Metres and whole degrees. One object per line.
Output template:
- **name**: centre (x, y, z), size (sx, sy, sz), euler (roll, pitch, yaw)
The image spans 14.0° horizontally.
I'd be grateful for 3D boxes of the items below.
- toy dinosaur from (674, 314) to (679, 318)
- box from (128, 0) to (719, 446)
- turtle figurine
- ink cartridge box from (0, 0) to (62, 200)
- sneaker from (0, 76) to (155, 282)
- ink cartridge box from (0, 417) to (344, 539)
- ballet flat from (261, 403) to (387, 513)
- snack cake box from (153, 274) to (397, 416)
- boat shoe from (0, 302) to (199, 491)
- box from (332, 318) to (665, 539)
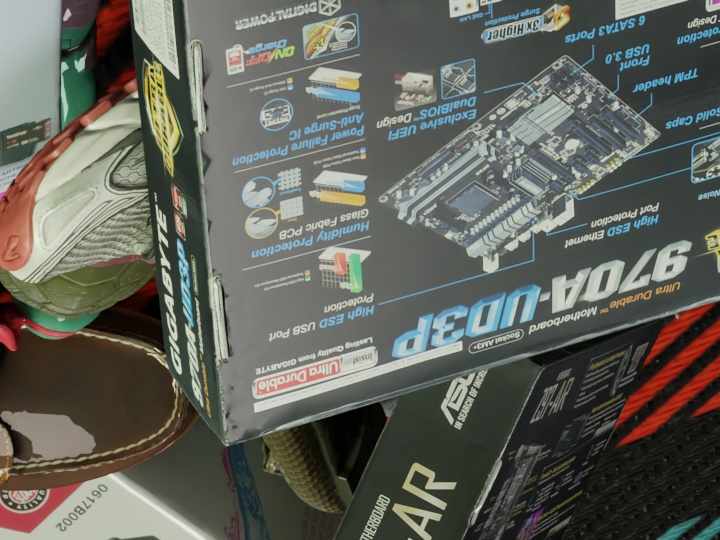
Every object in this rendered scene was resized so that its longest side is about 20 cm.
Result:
- **toy dinosaur**: centre (0.134, -0.036, 1.206), size (0.105, 0.200, 0.182), euler (-40, 112, -2)
- **box**: centre (0.040, -0.052, 0.805), size (0.199, 0.046, 0.160), euler (-16, 126, -18)
- **turtle figurine**: centre (-0.094, -0.042, 1.007), size (0.149, 0.101, 0.200), euler (-5, 143, -30)
- **ink cartridge box**: centre (-0.124, -0.100, 0.848), size (0.042, 0.120, 0.200), euler (-22, 153, -15)
- **sneaker**: centre (-0.016, -0.026, 0.860), size (0.199, 0.082, 0.078), euler (-15, 168, -33)
- **ink cartridge box**: centre (-0.099, 0.122, 1.198), size (0.200, 0.086, 0.148), euler (38, 121, -17)
- **ballet flat**: centre (-0.031, 0.032, 1.091), size (0.046, 0.068, 0.200), euler (8, 152, 19)
- **snack cake box**: centre (0.026, 0.002, 1.198), size (0.115, 0.067, 0.200), euler (-41, 148, 28)
- **boat shoe**: centre (-0.158, 0.048, 1.069), size (0.199, 0.071, 0.070), euler (-3, -178, 4)
- **box**: centre (0.042, 0.087, 1.085), size (0.161, 0.043, 0.200), euler (-66, 165, 12)
